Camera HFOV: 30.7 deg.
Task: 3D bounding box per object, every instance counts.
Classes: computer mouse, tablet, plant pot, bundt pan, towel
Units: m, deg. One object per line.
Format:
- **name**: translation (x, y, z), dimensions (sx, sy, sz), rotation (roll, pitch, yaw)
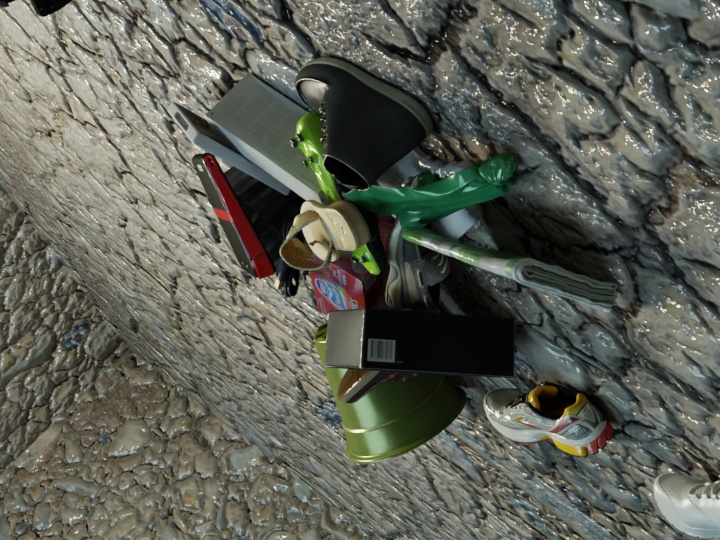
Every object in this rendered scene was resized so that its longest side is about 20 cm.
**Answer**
- **computer mouse**: translation (-0.063, -0.040, 1.731), dimensions (0.044, 0.110, 0.200), rotation (13, -160, 10)
- **tablet**: translation (0.069, -0.083, 1.518), dimensions (0.130, 0.014, 0.200), rotation (44, 164, 1)
- **plant pot**: translation (0.025, 0.149, 1.925), dimensions (0.190, 0.200, 0.200), rotation (61, 159, -14)
- **bundt pan**: translation (-0.128, -0.077, 1.886), dimensions (0.202, 0.076, 0.202), rotation (40, 164, 15)
- **towel**: translation (0.154, -0.010, 1.366), dimensions (0.149, 0.031, 0.200), rotation (17, -176, -36)

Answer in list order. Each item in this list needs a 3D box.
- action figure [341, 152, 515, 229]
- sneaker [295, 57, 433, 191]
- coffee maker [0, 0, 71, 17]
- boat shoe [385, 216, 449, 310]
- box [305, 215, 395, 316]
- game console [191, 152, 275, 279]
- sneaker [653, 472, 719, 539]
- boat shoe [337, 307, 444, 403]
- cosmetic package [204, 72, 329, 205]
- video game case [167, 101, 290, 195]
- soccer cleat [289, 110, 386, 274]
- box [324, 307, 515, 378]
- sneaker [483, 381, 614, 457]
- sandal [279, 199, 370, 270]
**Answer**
- **action figure**: translation (0.088, -0.088, 1.347), dimensions (0.118, 0.055, 0.200), rotation (13, 165, -36)
- **sneaker**: translation (-0.027, -0.159, 1.397), dimensions (0.200, 0.106, 0.075), rotation (27, 157, 44)
- **coffee maker**: translation (-0.459, -0.459, 1.702), dimensions (0.200, 0.135, 0.192), rotation (35, 138, 25)
- **boat shoe**: translation (0.073, -0.022, 1.541), dimensions (0.073, 0.075, 0.200), rotation (12, 149, 7)
- **box**: translation (0.000, 0.000, 1.717), dimensions (0.095, 0.100, 0.200), rotation (31, 160, 18)
- **game console**: translation (-0.169, -0.075, 1.730), dimensions (0.177, 0.031, 0.200), rotation (66, 171, -9)
- **sneaker**: translation (0.416, 0.264, 1.470), dimensions (0.200, 0.075, 0.087), rotation (18, 138, 43)
- **boat shoe**: translation (0.052, 0.126, 1.801), dimensions (0.072, 0.200, 0.072), rotation (39, -160, -18)
- **cosmetic package**: translation (-0.091, -0.156, 1.598), dimensions (0.200, 0.083, 0.051), rotation (36, 162, 27)
- **video game case**: translation (-0.174, -0.162, 1.717), dimensions (0.143, 0.017, 0.200), rotation (29, -172, -24)
- **soccer cleat**: translation (-0.006, -0.093, 1.492), dimensions (0.200, 0.081, 0.068), rotation (65, 162, -8)
- **box**: translation (0.072, 0.091, 1.629), dimensions (0.200, 0.079, 0.141), rotation (5, 172, -20)
- **sneaker**: translation (0.231, 0.172, 1.666), dimensions (0.200, 0.078, 0.082), rotation (4, 134, 51)
- **sandal**: translation (-0.058, -0.034, 1.473), dimensions (0.078, 0.070, 0.212), rotation (62, 162, -6)
